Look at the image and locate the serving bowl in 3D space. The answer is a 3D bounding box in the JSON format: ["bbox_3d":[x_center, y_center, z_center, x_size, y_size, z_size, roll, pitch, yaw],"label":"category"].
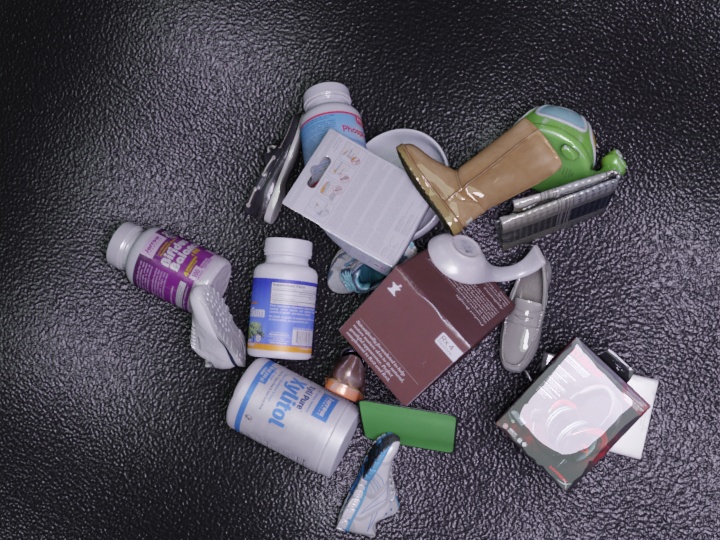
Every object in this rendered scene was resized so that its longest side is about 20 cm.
[{"bbox_3d":[0.070,-0.136,1.514,0.199,0.066,0.202,-7,75,27],"label":"serving bowl"}]

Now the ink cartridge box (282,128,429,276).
[{"bbox_3d":[0.000,-0.107,1.399,0.199,0.057,0.163,28,66,6],"label":"ink cartridge box"}]

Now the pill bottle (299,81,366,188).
[{"bbox_3d":[-0.044,-0.209,1.494,0.108,0.109,0.201,-12,70,7],"label":"pill bottle"}]

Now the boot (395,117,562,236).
[{"bbox_3d":[0.179,-0.171,1.369,0.199,0.066,0.176,-35,84,-3],"label":"boot"}]

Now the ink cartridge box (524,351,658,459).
[{"bbox_3d":[0.355,0.210,1.429,0.198,0.129,0.126,13,87,10],"label":"ink cartridge box"}]

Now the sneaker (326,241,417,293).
[{"bbox_3d":[0.000,0.000,1.473,0.078,0.086,0.200,49,138,-13],"label":"sneaker"}]

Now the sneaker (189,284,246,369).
[{"bbox_3d":[-0.255,0.103,1.497,0.080,0.201,0.077,-6,46,11],"label":"sneaker"}]

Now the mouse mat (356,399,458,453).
[{"bbox_3d":[0.077,0.253,1.435,0.160,0.200,0.008,8,62,8],"label":"mouse mat"}]

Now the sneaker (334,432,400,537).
[{"bbox_3d":[0.034,0.361,1.485,0.086,0.075,0.201,23,111,-3],"label":"sneaker"}]

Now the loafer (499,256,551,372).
[{"bbox_3d":[0.268,0.066,1.460,0.069,0.070,0.201,8,71,19],"label":"loafer"}]

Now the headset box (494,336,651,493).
[{"bbox_3d":[0.322,0.206,1.331,0.149,0.075,0.200,44,94,10],"label":"headset box"}]

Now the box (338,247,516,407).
[{"bbox_3d":[0.109,0.075,1.411,0.166,0.200,0.164,49,124,9],"label":"box"}]

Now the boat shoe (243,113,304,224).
[{"bbox_3d":[-0.149,-0.184,1.560,0.060,0.074,0.201,20,97,4],"label":"boat shoe"}]

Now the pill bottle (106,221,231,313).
[{"bbox_3d":[-0.335,-0.008,1.549,0.199,0.112,0.113,24,89,8],"label":"pill bottle"}]

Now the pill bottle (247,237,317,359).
[{"bbox_3d":[-0.131,0.048,1.516,0.111,0.112,0.202,3,86,8],"label":"pill bottle"}]

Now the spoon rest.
[{"bbox_3d":[0.195,-0.014,1.410,0.199,0.061,0.100,4,46,-24],"label":"spoon rest"}]

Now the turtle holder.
[{"bbox_3d":[0.332,-0.202,1.456,0.184,0.141,0.132,4,45,33],"label":"turtle holder"}]

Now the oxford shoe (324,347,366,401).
[{"bbox_3d":[-0.014,0.167,1.448,0.071,0.200,0.073,23,86,-1],"label":"oxford shoe"}]

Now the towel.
[{"bbox_3d":[0.310,-0.096,1.429,0.199,0.193,0.035,-21,76,4],"label":"towel"}]

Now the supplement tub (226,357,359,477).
[{"bbox_3d":[-0.111,0.244,1.489,0.199,0.132,0.133,25,89,9],"label":"supplement tub"}]
